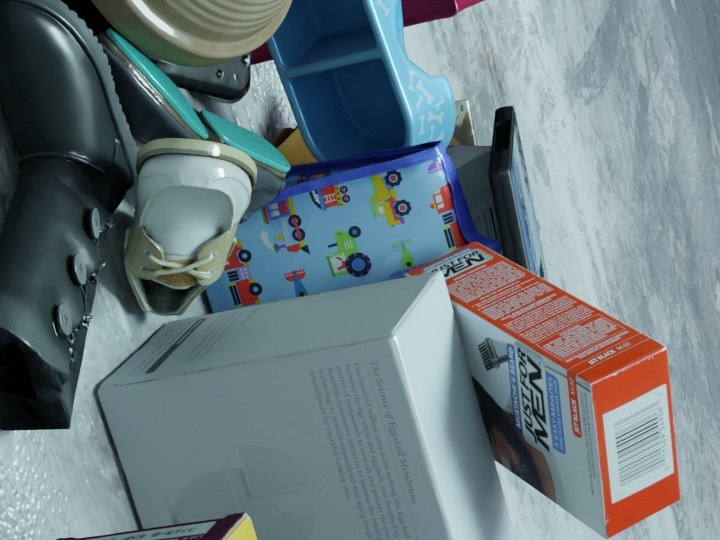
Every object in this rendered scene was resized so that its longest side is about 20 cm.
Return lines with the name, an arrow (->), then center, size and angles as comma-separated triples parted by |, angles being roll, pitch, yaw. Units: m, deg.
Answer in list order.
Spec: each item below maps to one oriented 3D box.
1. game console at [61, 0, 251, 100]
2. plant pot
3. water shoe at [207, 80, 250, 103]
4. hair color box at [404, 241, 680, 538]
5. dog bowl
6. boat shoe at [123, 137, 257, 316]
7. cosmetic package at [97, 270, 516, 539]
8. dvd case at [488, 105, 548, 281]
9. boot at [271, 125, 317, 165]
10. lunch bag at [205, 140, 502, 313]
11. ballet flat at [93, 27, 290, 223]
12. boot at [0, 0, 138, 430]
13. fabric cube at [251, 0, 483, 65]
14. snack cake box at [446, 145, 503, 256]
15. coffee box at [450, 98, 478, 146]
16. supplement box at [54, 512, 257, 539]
game console -> -0.137, -0.210, 1.244 | 0.199, 0.031, 0.179 | 9, 86, -49
plant pot -> -0.086, -0.231, 1.190 | 0.200, 0.092, 0.203 | 18, 66, -48
water shoe -> -0.102, -0.211, 1.355 | 0.072, 0.078, 0.201 | -59, 134, -58
hair color box -> 0.111, 0.070, 1.233 | 0.064, 0.200, 0.112 | -22, 119, -23
dog bowl -> -0.009, -0.150, 1.352 | 0.050, 0.111, 0.201 | -42, 117, -51
boat shoe -> -0.104, -0.023, 1.181 | 0.200, 0.074, 0.069 | 114, -18, -74
cosmetic package -> -0.026, 0.126, 1.228 | 0.123, 0.198, 0.201 | -47, 124, -63
dvd case -> 0.113, -0.027, 1.396 | 0.200, 0.017, 0.144 | -72, 150, -72
boot -> -0.027, -0.030, 1.479 | 0.144, 0.071, 0.202 | 40, 72, -17
lunch bag -> 0.000, 0.000, 1.349 | 0.094, 0.198, 0.152 | -48, 125, -62
ballet flat -> -0.117, -0.080, 1.235 | 0.200, 0.073, 0.074 | 34, 49, -54
boot -> -0.186, -0.035, 1.093 | 0.165, 0.065, 0.201 | 61, 32, -43
fabric cube -> -0.008, -0.276, 1.461 | 0.199, 0.198, 0.198 | -39, 117, -63
snack cake box -> 0.058, 0.020, 1.448 | 0.115, 0.067, 0.202 | -29, 114, -42
coffee box -> 0.048, -0.026, 1.573 | 0.080, 0.112, 0.202 | 171, -92, -85
supplement box -> -0.104, 0.249, 1.073 | 0.103, 0.130, 0.202 | -45, 122, -64
